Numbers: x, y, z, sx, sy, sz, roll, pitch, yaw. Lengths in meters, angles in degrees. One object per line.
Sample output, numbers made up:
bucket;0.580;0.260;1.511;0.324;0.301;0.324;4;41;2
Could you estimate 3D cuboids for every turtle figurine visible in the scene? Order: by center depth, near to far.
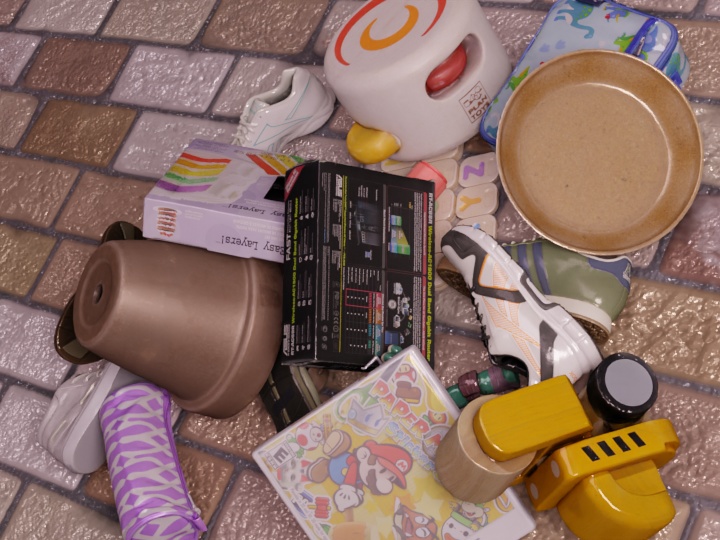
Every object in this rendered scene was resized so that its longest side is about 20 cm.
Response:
turtle figurine;0.055;0.141;1.319;0.199;0.101;0.150;-12;89;12

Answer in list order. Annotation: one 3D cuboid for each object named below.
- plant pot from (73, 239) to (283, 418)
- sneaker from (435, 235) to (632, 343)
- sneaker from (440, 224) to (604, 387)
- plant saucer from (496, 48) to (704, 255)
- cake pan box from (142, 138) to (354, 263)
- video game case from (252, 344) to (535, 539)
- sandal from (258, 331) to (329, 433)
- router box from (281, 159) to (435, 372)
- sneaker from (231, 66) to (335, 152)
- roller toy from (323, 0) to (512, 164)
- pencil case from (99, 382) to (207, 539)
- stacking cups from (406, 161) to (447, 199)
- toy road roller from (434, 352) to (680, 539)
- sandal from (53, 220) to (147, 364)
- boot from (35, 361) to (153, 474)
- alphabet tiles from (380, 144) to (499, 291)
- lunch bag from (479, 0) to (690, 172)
plant pot;-0.199;0.044;1.459;0.200;0.174;0.201;-27;55;47
sneaker;0.176;0.000;1.361;0.200;0.067;0.090;20;70;37
sneaker;0.130;0.037;1.274;0.080;0.074;0.200;-41;58;-2
plant saucer;0.227;-0.111;1.332;0.199;0.035;0.201;0;81;-2
cake pan box;-0.112;-0.074;1.485;0.199;0.053;0.184;11;29;8
video game case;0.030;0.198;1.264;0.182;0.023;0.200;-34;93;10
sandal;-0.062;0.122;1.445;0.080;0.057;0.202;-42;56;40
router box;0.000;0.000;1.372;0.062;0.149;0.201;-11;75;52
sneaker;-0.122;-0.162;1.652;0.200;0.080;0.070;-48;49;-1
roller toy;0.066;-0.214;1.514;0.182;0.140;0.200;-18;39;25
pencil case;-0.223;0.211;1.470;0.085;0.084;0.200;-30;48;6
stacking cups;0.020;-0.026;1.470;0.200;0.061;0.060;-48;47;-7
toy road roller;0.178;0.170;1.177;0.199;0.123;0.146;-13;66;-19
sandal;-0.312;0.029;1.657;0.055;0.082;0.201;-27;40;45
boot;-0.294;0.128;1.581;0.095;0.074;0.200;23;73;40
alphabet tiles;0.060;-0.063;1.510;0.195;0.015;0.201;-10;57;29
lunch bag;0.233;-0.180;1.428;0.161;0.082;0.200;30;81;37
